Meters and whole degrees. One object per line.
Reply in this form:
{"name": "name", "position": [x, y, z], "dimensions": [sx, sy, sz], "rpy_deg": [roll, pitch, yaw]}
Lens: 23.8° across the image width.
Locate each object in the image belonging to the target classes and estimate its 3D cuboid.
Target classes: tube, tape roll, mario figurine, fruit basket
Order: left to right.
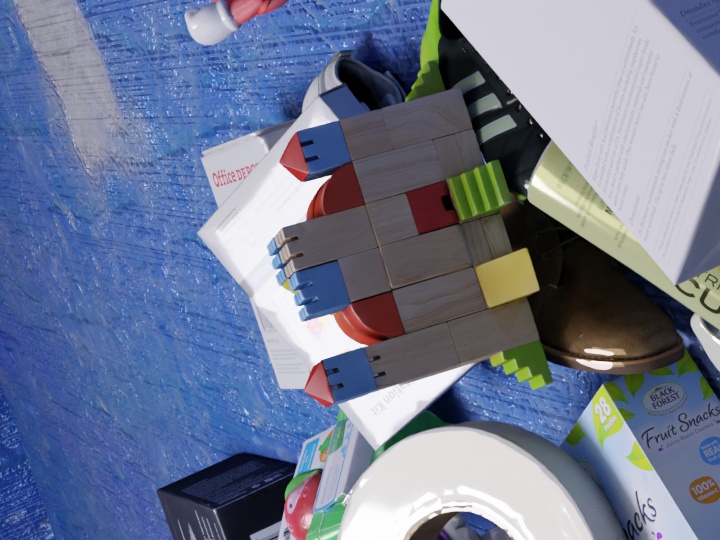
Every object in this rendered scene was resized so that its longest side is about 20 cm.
{"name": "mario figurine", "position": [-0.075, -0.230, 1.174], "dimensions": [0.106, 0.123, 0.200], "rpy_deg": [59, 155, -10]}
{"name": "fruit basket", "position": [-0.018, 0.179, 1.315], "dimensions": [0.093, 0.186, 0.199], "rpy_deg": [33, 144, -26]}
{"name": "tape roll", "position": [0.070, 0.191, 1.019], "dimensions": [0.202, 0.037, 0.205], "rpy_deg": [1, 92, 38]}
{"name": "tube", "position": [0.173, -0.005, 0.798], "dimensions": [0.199, 0.052, 0.058], "rpy_deg": [34, 145, 17]}

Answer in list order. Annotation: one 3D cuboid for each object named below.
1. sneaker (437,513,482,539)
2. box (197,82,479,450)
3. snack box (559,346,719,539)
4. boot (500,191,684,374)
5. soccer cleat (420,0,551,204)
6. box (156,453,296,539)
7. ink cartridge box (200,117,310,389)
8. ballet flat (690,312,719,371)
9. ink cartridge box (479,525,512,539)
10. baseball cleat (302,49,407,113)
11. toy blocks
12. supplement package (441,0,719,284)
{"name": "sneaker", "position": [0.071, 0.243, 1.089], "dimensions": [0.200, 0.083, 0.081], "rpy_deg": [47, 149, 39]}
{"name": "box", "position": [0.000, 0.000, 1.161], "dimensions": [0.200, 0.041, 0.156], "rpy_deg": [50, 126, 5]}
{"name": "snack box", "position": [0.190, 0.173, 0.996], "dimensions": [0.201, 0.067, 0.169], "rpy_deg": [61, 156, 23]}
{"name": "boot", "position": [0.118, -0.001, 1.007], "dimensions": [0.200, 0.073, 0.076], "rpy_deg": [39, 137, 54]}
{"name": "soccer cleat", "position": [0.091, -0.101, 0.979], "dimensions": [0.200, 0.067, 0.082], "rpy_deg": [49, 150, 44]}
{"name": "box", "position": [-0.111, 0.276, 1.720], "dimensions": [0.200, 0.104, 0.149], "rpy_deg": [0, 111, 67]}
{"name": "ink cartridge box", "position": [-0.036, -0.016, 1.315], "dimensions": [0.145, 0.083, 0.201], "rpy_deg": [-6, 104, 66]}
{"name": "ballet flat", "position": [0.185, -0.003, 0.848], "dimensions": [0.201, 0.072, 0.072], "rpy_deg": [64, 157, 10]}
{"name": "ink cartridge box", "position": [0.127, 0.243, 1.177], "dimensions": [0.147, 0.085, 0.200], "rpy_deg": [64, 155, 10]}
{"name": "baseball cleat", "position": [0.014, -0.056, 1.187], "dimensions": [0.201, 0.069, 0.106], "rpy_deg": [63, 157, 10]}
{"name": "toy blocks", "position": [0.011, -0.011, 0.974], "dimensions": [0.100, 0.136, 0.202], "rpy_deg": [140, 114, -75]}
{"name": "supplement package", "position": [0.142, -0.119, 0.774], "dimensions": [0.200, 0.119, 0.122], "rpy_deg": [54, 155, 30]}
